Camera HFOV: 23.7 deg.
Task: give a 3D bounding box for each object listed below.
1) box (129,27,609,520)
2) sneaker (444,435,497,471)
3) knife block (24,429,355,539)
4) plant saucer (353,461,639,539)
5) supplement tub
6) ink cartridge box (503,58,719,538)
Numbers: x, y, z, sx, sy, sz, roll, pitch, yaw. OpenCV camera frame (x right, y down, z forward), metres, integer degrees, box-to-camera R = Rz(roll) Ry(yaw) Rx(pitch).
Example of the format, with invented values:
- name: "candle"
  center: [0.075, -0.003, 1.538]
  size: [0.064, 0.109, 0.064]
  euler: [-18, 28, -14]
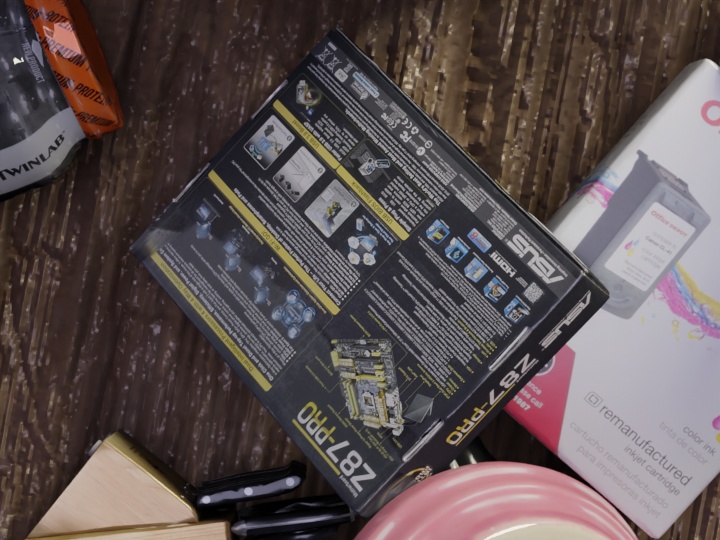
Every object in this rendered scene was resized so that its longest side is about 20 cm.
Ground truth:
- name: "box"
  center: [0.000, 0.000, 0.857]
  size: [0.161, 0.049, 0.200]
  euler: [-46, 62, 4]
- name: "sneaker"
  center: [0.108, 0.156, 0.905]
  size: [0.087, 0.076, 0.200]
  euler: [-32, 95, -13]
- name: "knife block"
  center: [-0.093, 0.175, 0.898]
  size: [0.175, 0.064, 0.200]
  euler: [39, 90, 0]
- name: "plant saucer"
  center: [0.073, 0.192, 0.812]
  size: [0.200, 0.051, 0.201]
  euler: [2, 86, -27]
- name: "supplement tub"
  center: [-0.230, -0.081, 0.868]
  size: [0.199, 0.123, 0.123]
  euler: [-21, 90, 1]
- name: "ink cartridge box"
  center: [0.160, 0.012, 0.880]
  size: [0.148, 0.086, 0.200]
  euler: [40, 98, 1]
